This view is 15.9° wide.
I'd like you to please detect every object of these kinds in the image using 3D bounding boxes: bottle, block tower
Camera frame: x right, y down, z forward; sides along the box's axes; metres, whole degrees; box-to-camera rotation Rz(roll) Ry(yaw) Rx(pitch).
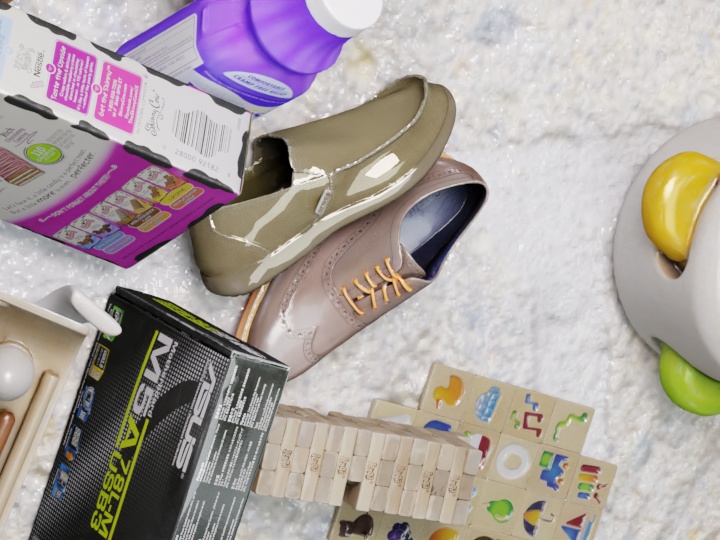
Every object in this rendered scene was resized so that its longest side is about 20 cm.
[{"bbox_3d":[-0.067,-0.130,1.515,0.083,0.200,0.065,18,64,-36],"label":"bottle"},{"bbox_3d":[-0.017,0.122,1.668,0.200,0.058,0.054,10,97,-25],"label":"block tower"}]

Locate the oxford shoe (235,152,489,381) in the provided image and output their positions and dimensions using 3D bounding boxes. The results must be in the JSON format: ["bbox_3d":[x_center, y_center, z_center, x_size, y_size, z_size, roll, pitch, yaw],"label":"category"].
[{"bbox_3d":[0.000,0.000,1.645,0.200,0.073,0.071,-47,117,-9],"label":"oxford shoe"}]

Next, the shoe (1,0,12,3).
[{"bbox_3d":[-0.237,-0.180,1.510,0.200,0.053,0.070,-23,148,-13],"label":"shoe"}]

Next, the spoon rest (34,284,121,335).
[{"bbox_3d":[-0.230,0.086,1.570,0.200,0.061,0.099,-45,115,4],"label":"spoon rest"}]

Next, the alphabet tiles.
[{"bbox_3d":[0.078,0.157,1.754,0.200,0.006,0.167,17,94,-28],"label":"alphabet tiles"}]

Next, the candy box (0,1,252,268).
[{"bbox_3d":[-0.183,-0.080,1.502,0.200,0.136,0.061,22,59,-29],"label":"candy box"}]

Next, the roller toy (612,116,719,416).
[{"bbox_3d":[0.276,-0.011,1.738,0.182,0.140,0.200,-26,110,-19],"label":"roller toy"}]

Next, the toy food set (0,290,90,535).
[{"bbox_3d":[-0.260,0.095,1.503,0.143,0.060,0.200,23,95,-8],"label":"toy food set"}]

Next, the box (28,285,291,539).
[{"bbox_3d":[-0.127,0.124,1.543,0.047,0.193,0.200,17,94,-26],"label":"box"}]

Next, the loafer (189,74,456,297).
[{"bbox_3d":[-0.026,-0.063,1.618,0.200,0.076,0.067,-40,121,-13],"label":"loafer"}]
